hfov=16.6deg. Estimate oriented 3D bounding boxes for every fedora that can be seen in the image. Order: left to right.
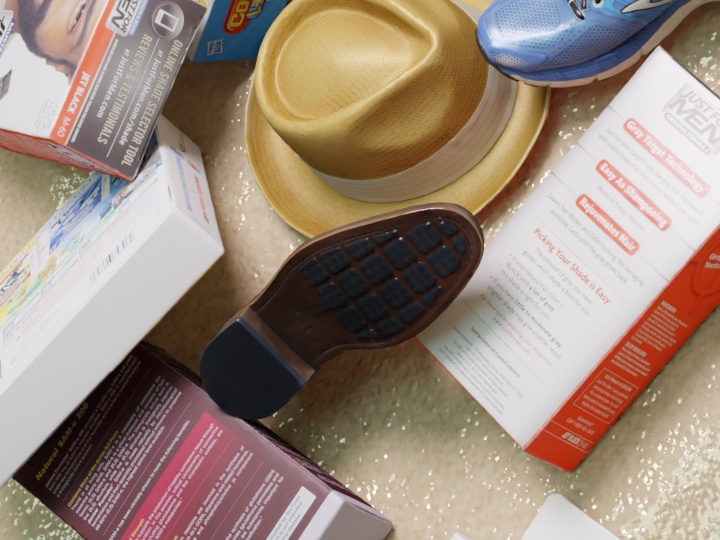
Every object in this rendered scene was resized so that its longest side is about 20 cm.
[{"bbox_3d":[0.007,-0.108,1.377,0.200,0.082,0.201,-10,69,28],"label":"fedora"}]

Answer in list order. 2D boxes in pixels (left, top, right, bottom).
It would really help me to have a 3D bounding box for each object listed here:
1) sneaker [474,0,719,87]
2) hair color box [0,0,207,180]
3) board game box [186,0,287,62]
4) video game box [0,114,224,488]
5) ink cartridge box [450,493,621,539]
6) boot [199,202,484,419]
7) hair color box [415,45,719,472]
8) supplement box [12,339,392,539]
[{"bbox_3d":[0.148,-0.168,1.296,0.200,0.089,0.079,-27,60,11],"label":"sneaker"},{"bbox_3d":[-0.178,-0.124,1.460,0.200,0.064,0.111,14,80,58],"label":"hair color box"},{"bbox_3d":[-0.096,-0.261,1.452,0.200,0.056,0.196,52,135,33],"label":"board game box"},{"bbox_3d":[-0.165,0.016,1.405,0.200,0.047,0.182,-46,22,10],"label":"video game box"},{"bbox_3d":[0.067,0.215,1.239,0.115,0.068,0.200,36,93,34],"label":"ink cartridge box"},{"bbox_3d":[0.000,0.000,1.314,0.200,0.097,0.075,-32,103,36],"label":"boot"},{"bbox_3d":[0.132,-0.005,1.280,0.200,0.061,0.102,-49,56,9],"label":"hair color box"},{"bbox_3d":[-0.091,0.127,1.368,0.200,0.061,0.109,35,92,34],"label":"supplement box"}]
